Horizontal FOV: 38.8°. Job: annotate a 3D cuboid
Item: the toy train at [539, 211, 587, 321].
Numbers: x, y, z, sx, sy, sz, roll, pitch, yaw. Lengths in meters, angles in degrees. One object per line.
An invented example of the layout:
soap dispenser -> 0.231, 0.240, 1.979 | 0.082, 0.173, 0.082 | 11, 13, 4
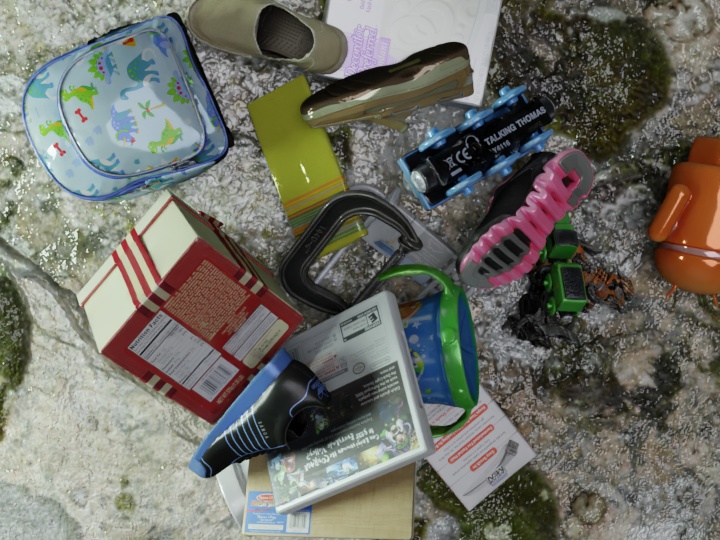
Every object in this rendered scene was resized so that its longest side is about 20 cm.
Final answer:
toy train -> 0.231, -0.037, 1.197 | 0.042, 0.056, 0.200 | 1, 61, -9

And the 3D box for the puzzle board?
puzzle board -> -0.032, 0.214, 1.115 | 0.200, 0.017, 0.151 | -5, 69, 23

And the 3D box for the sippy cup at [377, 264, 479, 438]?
sippy cup -> 0.058, 0.093, 1.148 | 0.130, 0.140, 0.178 | -9, 68, 14

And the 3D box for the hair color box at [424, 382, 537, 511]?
hair color box -> 0.108, 0.178, 1.249 | 0.111, 0.064, 0.200 | -39, 97, -2

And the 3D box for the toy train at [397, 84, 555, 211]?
toy train -> 0.132, -0.138, 1.172 | 0.200, 0.114, 0.087 | -32, 90, -20

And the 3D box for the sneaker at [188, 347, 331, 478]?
sneaker -> -0.109, 0.171, 1.089 | 0.078, 0.070, 0.200 | 41, 122, 2

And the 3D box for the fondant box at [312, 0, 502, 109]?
fondant box -> 0.055, -0.278, 1.194 | 0.200, 0.058, 0.145 | 10, 96, -7

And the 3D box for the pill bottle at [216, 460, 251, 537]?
pill bottle -> -0.061, 0.228, 1.208 | 0.200, 0.116, 0.116 | -26, 99, -3

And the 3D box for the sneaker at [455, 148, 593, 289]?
sneaker -> 0.174, -0.063, 1.172 | 0.200, 0.095, 0.079 | -46, 123, -9

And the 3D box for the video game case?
video game case -> -0.026, 0.142, 1.096 | 0.200, 0.023, 0.182 | -28, 61, 26

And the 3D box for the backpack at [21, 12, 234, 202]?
backpack -> -0.262, -0.171, 1.124 | 0.200, 0.147, 0.183 | -22, 95, 0

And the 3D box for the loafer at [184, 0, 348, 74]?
loafer -> -0.112, -0.273, 1.144 | 0.200, 0.068, 0.076 | 16, 94, 16

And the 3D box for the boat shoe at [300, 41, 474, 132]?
boat shoe -> 0.035, -0.187, 1.147 | 0.200, 0.072, 0.076 | -18, 119, 0

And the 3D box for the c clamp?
c clamp -> 0.000, 0.000, 1.171 | 0.171, 0.027, 0.200 | 25, 125, -12

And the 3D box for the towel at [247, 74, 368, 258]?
towel -> -0.062, -0.117, 1.182 | 0.086, 0.018, 0.200 | -22, 87, 25

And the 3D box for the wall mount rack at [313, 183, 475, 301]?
wall mount rack -> 0.033, 0.000, 1.220 | 0.200, 0.075, 0.174 | 39, 123, -8

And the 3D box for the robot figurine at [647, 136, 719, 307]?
robot figurine -> 0.420, -0.058, 1.235 | 0.116, 0.144, 0.200 | 13, 96, 25

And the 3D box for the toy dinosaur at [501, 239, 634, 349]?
toy dinosaur -> 0.232, 0.021, 1.248 | 0.200, 0.102, 0.136 | 15, 79, 9

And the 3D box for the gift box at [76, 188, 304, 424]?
gift box -> -0.188, 0.048, 1.142 | 0.185, 0.187, 0.200 | -45, 121, 0
